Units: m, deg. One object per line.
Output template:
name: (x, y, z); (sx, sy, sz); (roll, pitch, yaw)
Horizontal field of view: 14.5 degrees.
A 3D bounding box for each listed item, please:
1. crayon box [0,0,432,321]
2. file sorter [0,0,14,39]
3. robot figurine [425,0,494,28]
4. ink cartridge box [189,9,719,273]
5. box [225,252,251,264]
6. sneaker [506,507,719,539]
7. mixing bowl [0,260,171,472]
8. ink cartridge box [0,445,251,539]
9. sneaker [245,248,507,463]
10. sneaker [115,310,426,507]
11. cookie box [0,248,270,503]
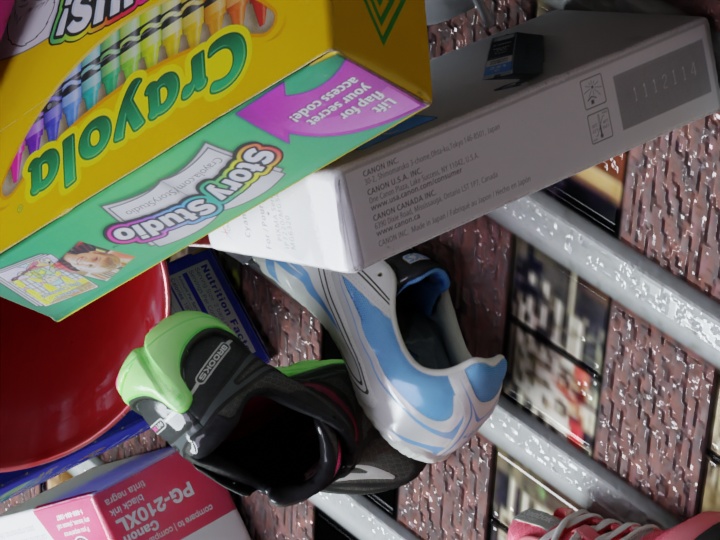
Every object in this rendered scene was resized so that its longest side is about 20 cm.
crayon box: (-0.068, -0.099, 1.069); (0.200, 0.058, 0.173); (-29, 48, 34)
file sorter: (-0.248, -0.086, 1.138); (0.200, 0.125, 0.139); (27, 99, 59)
robot figurine: (-0.004, -0.171, 1.167); (0.200, 0.113, 0.170); (34, 128, 37)
ink cartridge box: (0.015, -0.057, 1.140); (0.176, 0.200, 0.045); (7, 115, 51)
box: (-0.107, -0.122, 1.276); (0.200, 0.097, 0.176); (48, -176, 23)
sneaker: (0.100, 0.142, 1.278); (0.087, 0.074, 0.200); (58, 146, 11)
mixing bowl: (-0.182, -0.017, 1.330); (0.200, 0.108, 0.200); (2, 121, 3)
ink cartridge box: (-0.110, 0.208, 1.594); (0.145, 0.084, 0.200); (-20, 96, 57)
sneaker: (0.000, 0.000, 1.333); (0.072, 0.072, 0.200); (-49, 62, 22)
sneaker: (-0.034, 0.081, 1.317); (0.077, 0.200, 0.084); (-49, 54, 18)
cookie box: (-0.175, 0.074, 1.486); (0.171, 0.200, 0.075); (-31, 85, 56)
